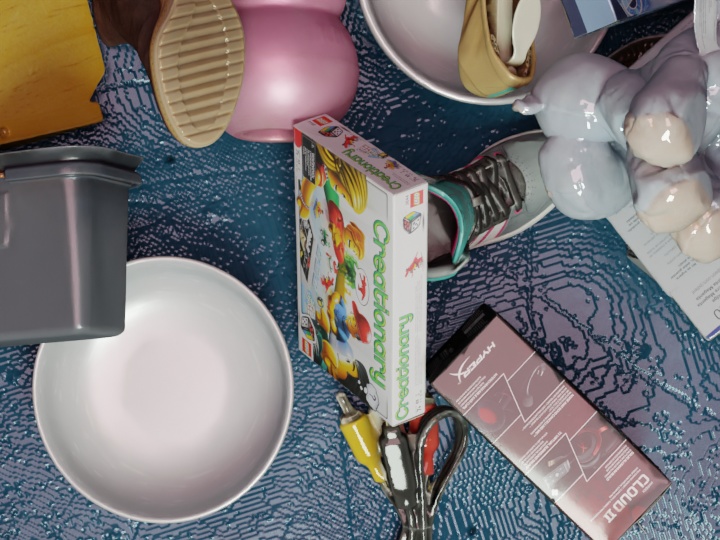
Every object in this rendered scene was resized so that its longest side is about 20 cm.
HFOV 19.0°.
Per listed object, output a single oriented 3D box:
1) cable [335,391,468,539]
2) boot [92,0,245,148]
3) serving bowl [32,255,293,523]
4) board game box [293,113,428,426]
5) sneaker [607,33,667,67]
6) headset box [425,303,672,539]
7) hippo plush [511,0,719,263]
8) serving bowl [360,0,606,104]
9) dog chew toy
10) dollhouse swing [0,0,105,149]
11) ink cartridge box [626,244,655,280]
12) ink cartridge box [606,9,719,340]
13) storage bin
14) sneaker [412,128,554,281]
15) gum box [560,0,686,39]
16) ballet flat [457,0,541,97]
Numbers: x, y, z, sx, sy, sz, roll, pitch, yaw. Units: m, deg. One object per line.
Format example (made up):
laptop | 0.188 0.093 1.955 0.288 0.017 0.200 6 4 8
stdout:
cable | 0.043 0.178 1.678 0.097 0.050 0.200 -11 104 -7
boot | -0.150 -0.180 1.589 0.072 0.166 0.200 -5 87 -26
serving bowl | -0.146 0.090 1.642 0.200 0.066 0.201 0 88 4
board game box | 0.000 0.000 1.580 0.035 0.126 0.200 -21 127 -29
sneaker | 0.264 -0.155 1.651 0.200 0.085 0.073 -26 78 22
headset box | 0.144 0.122 1.615 0.200 0.149 0.075 44 91 -3
hippo plush | 0.182 -0.103 1.502 0.161 0.159 0.200 -1 102 34
serving bowl | 0.091 -0.224 1.630 0.200 0.066 0.201 0 91 -8
dog chew toy | -0.062 -0.200 1.616 0.124 0.125 0.200 1 84 -1
dollhouse swing | -0.331 -0.181 1.649 0.182 0.176 0.200 -17 93 -42
ink cartridge box | 0.325 -0.005 1.647 0.200 0.083 0.145 39 92 -3
ink cartridge box | 0.270 -0.083 1.570 0.196 0.043 0.200 -41 71 13
storage bin | -0.264 -0.012 1.576 0.200 0.146 0.135 -6 85 15
sneaker | 0.081 -0.051 1.620 0.200 0.121 0.084 -28 93 0
gum box | 0.198 -0.274 1.588 0.045 0.200 0.170 -19 92 43
ballet flat | 0.110 -0.226 1.560 0.069 0.063 0.200 -1 94 -36
